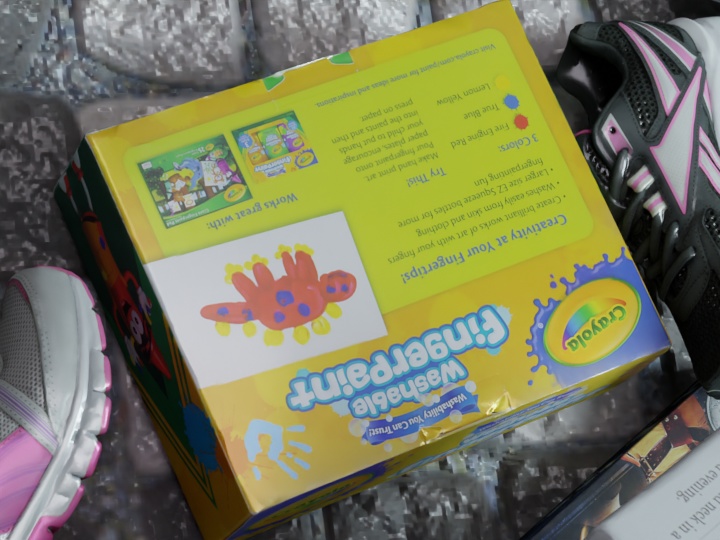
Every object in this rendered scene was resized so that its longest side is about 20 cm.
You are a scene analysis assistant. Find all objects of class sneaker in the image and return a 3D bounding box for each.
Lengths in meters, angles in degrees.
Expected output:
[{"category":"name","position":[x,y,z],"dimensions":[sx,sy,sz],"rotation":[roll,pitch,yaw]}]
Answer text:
[{"category":"sneaker","position":[-0.155,0.085,0.976],"dimensions":[0.088,0.081,0.200],"rotation":[22,66,-14]},{"category":"sneaker","position":[0.127,-0.029,1.111],"dimensions":[0.086,0.080,0.200],"rotation":[6,45,-19]}]

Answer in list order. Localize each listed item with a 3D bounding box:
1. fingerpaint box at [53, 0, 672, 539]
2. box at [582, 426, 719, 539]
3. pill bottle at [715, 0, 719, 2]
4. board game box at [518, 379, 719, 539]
[{"category":"fingerpaint box","position":[0.000,0.000,1.071],"dimensions":[0.200,0.073,0.167],"rotation":[-21,80,-24]},{"category":"box","position":[0.137,0.152,0.918],"dimensions":[0.131,0.200,0.199],"rotation":[41,39,16]},{"category":"pill bottle","position":[0.253,-0.135,1.185],"dimensions":[0.200,0.112,0.112],"rotation":[14,68,-14]},{"category":"board game box","position":[0.132,0.145,1.091],"dimensions":[0.200,0.035,0.136],"rotation":[-39,88,-26]}]
